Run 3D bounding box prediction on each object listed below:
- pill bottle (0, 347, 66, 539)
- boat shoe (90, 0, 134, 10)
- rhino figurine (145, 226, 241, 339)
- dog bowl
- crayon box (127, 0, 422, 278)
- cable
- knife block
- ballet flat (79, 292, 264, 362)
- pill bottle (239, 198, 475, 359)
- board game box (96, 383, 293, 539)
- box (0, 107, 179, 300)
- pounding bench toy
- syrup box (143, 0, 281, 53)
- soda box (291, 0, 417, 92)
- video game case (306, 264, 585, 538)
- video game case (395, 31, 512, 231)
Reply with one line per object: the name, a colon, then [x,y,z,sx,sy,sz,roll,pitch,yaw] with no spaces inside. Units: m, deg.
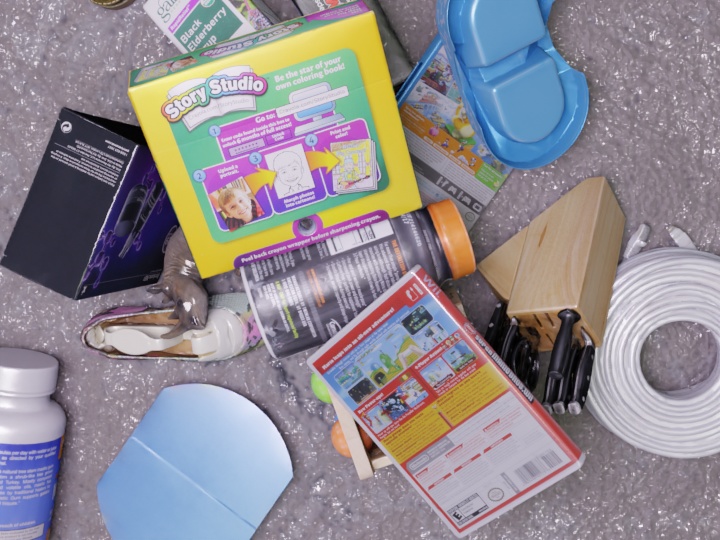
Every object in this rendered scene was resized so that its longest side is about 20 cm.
pill bottle: [-0.351,0.183,0.949,0.111,0.112,0.201,11,96,2]
boat shoe: [-0.267,-0.349,0.915,0.072,0.068,0.201,-26,92,7]
rhino figurine: [-0.140,-0.023,0.926,0.087,0.060,0.201,25,80,13]
dog bowl: [0.133,-0.190,0.867,0.111,0.050,0.201,-28,118,-9]
crayon box: [-0.066,-0.107,0.796,0.199,0.058,0.173,-18,117,-2]
cable: [0.304,0.079,0.926,0.200,0.069,0.200,35,96,-1]
knife block: [0.191,0.028,0.868,0.200,0.176,0.064,-38,129,1]
ballet flat: [-0.178,0.063,0.948,0.199,0.071,0.070,-4,102,3]
pill bottle: [0.000,0.000,0.867,0.199,0.106,0.107,-19,94,-1]
board game box: [-0.166,0.212,0.981,0.158,0.039,0.200,35,91,4]
box: [-0.222,-0.058,0.872,0.079,0.200,0.142,27,97,5]
pounding bench toy: [0.037,0.109,0.877,0.155,0.200,0.125,-19,95,4]
syrup box: [-0.100,-0.195,0.885,0.079,0.081,0.200,-45,75,13]
soda box: [-0.024,-0.253,0.914,0.071,0.063,0.201,-29,93,5]
video game case: [0.064,0.111,0.784,0.200,0.017,0.143,49,125,1]
video game case: [0.081,-0.117,0.915,0.143,0.018,0.200,32,97,-28]
